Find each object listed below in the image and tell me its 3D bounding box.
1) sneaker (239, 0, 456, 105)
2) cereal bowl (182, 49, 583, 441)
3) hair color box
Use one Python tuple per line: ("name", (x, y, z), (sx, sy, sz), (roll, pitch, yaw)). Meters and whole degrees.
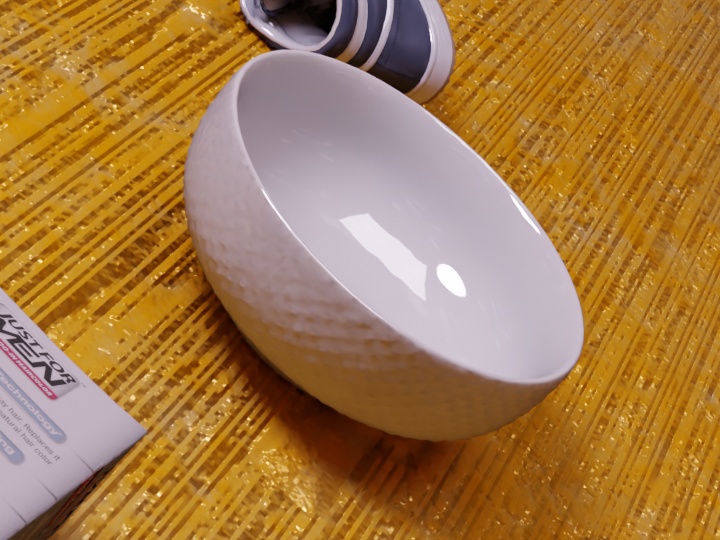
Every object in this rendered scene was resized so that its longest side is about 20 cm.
("sneaker", (-0.028, -0.182, 1.260), (0.108, 0.070, 0.200), (12, 43, -49))
("cereal bowl", (0.000, 0.000, 1.012), (0.200, 0.083, 0.200), (31, 29, -20))
("hair color box", (-0.161, 0.068, 0.720), (0.099, 0.061, 0.200), (45, 27, 4))
